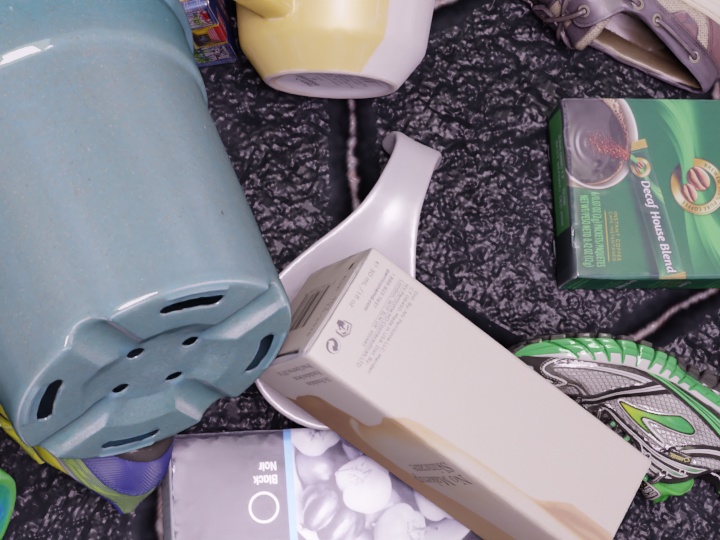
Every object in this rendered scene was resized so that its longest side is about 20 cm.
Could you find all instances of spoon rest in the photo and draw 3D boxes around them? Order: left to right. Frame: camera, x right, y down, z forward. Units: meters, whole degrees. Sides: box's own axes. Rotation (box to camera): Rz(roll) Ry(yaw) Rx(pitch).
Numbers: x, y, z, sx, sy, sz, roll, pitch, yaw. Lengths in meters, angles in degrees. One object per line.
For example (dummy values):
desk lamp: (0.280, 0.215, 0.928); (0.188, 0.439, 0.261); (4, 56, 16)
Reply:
spoon rest: (0.000, 0.000, 0.808); (0.099, 0.061, 0.201); (24, 69, -4)

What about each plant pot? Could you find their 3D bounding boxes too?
plant pot: (-0.141, -0.023, 0.699); (0.199, 0.201, 0.197); (-25, 63, -13)

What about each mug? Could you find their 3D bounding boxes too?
mug: (-0.031, -0.189, 0.810); (0.185, 0.149, 0.154); (4, 87, -24)

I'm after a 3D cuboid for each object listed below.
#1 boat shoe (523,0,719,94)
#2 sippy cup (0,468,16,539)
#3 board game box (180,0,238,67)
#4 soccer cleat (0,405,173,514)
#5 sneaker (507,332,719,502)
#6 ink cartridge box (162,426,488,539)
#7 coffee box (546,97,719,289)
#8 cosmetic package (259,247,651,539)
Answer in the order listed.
boat shoe: (0.153, -0.175, 0.874); (0.199, 0.072, 0.065); (21, 71, -11)
sippy cup: (-0.278, 0.132, 0.718); (0.130, 0.140, 0.178); (31, 66, 9)
board game box: (-0.187, -0.156, 0.772); (0.198, 0.200, 0.062); (-13, 80, 3)
soccer cleat: (-0.198, 0.071, 0.771); (0.199, 0.084, 0.065); (31, 36, 11)
sneaker: (0.174, 0.092, 0.820); (0.199, 0.078, 0.086); (19, 77, -6)
ink cartridge box: (-0.014, 0.191, 0.788); (0.196, 0.043, 0.202); (-3, 80, -11)
coffee box: (0.224, -0.050, 0.873); (0.198, 0.044, 0.124); (1, 78, -10)
cosmetic package: (0.048, 0.080, 0.738); (0.200, 0.105, 0.071); (37, 70, -11)
